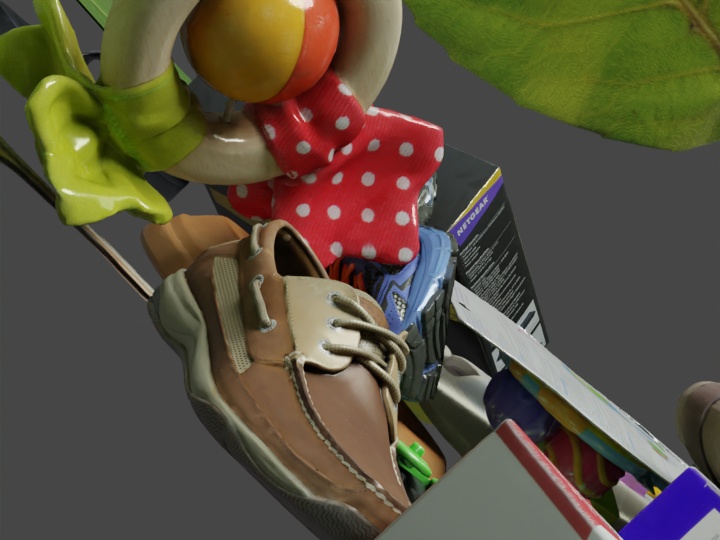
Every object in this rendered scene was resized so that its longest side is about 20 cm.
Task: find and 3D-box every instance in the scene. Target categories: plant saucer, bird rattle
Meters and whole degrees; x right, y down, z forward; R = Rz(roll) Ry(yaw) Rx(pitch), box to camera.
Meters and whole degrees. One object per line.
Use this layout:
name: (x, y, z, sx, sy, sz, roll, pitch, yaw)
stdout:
plant saucer: (-0.024, 0.044, 0.996, 0.200, 0.037, 0.200, 48, 3, -3)
bird rattle: (-0.042, -0.074, 0.865, 0.199, 0.164, 0.113, 9, 34, -26)

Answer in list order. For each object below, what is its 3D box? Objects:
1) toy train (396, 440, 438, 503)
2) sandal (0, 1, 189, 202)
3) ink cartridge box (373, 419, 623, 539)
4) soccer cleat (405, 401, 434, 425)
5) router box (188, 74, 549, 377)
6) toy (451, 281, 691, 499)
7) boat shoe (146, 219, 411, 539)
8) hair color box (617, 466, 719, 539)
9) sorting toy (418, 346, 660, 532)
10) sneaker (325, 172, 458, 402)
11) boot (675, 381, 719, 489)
toy train: (0.050, 0.130, 0.916, 0.200, 0.042, 0.056, 46, -8, -34)
sandal: (-0.133, -0.089, 1.119, 0.076, 0.043, 0.200, 49, 3, 22)
ink cartridge box: (0.098, 0.163, 0.665, 0.200, 0.084, 0.144, 48, 2, -29)
soccer cleat: (0.006, 0.041, 1.364, 0.200, 0.065, 0.084, 46, 13, -19)
router box: (0.001, -0.025, 1.185, 0.199, 0.052, 0.158, 26, -26, 31)
toy: (0.109, 0.084, 1.010, 0.199, 0.047, 0.115, 35, 6, -9)
boat shoe: (-0.020, 0.035, 0.768, 0.076, 0.072, 0.200, 46, 3, -35)
hair color box: (0.174, 0.177, 0.939, 0.109, 0.065, 0.200, 45, -11, 30)
sorting toy: (0.081, 0.102, 1.110, 0.180, 0.107, 0.200, 46, 2, -7)
sneaker: (0.000, 0.000, 0.988, 0.200, 0.078, 0.076, -101, -167, -64)
boot: (0.219, 0.127, 0.933, 0.200, 0.070, 0.146, 54, -8, -37)
